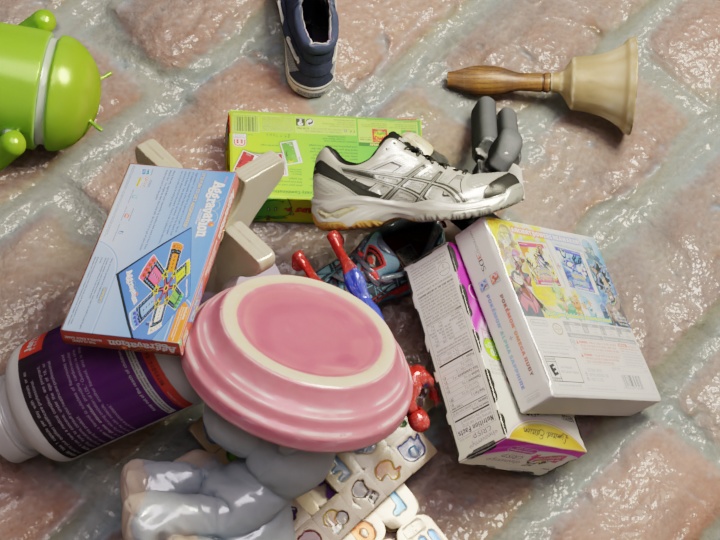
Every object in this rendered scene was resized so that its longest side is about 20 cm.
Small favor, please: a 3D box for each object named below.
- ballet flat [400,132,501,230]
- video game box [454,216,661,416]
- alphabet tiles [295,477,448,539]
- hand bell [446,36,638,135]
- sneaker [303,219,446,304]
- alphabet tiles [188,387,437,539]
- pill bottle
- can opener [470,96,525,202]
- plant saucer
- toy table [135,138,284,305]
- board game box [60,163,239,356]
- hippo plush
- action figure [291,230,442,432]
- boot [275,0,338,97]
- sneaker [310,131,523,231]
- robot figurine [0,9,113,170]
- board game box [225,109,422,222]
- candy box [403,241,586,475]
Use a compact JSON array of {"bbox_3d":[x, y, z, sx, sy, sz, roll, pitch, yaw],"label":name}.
[{"bbox_3d":[0.105,-0.072,1.499,0.057,0.066,0.200,-48,119,-2],"label":"ballet flat"},{"bbox_3d":[0.188,0.047,1.441,0.199,0.047,0.184,9,58,-50],"label":"video game box"},{"bbox_3d":[-0.019,0.271,1.364,0.199,0.015,0.196,-32,72,-24],"label":"alphabet tiles"},{"bbox_3d":[0.191,-0.202,1.627,0.198,0.104,0.105,4,61,5],"label":"hand bell"},{"bbox_3d":[0.000,0.000,1.464,0.199,0.096,0.079,-36,74,-24],"label":"sneaker"},{"bbox_3d":[-0.030,0.145,1.398,0.200,0.008,0.167,-39,82,-22],"label":"alphabet tiles"},{"bbox_3d":[-0.229,0.094,1.329,0.199,0.112,0.113,-24,65,12],"label":"pill bottle"},{"bbox_3d":[0.144,-0.127,1.530,0.052,0.067,0.200,28,23,-11],"label":"can opener"},{"bbox_3d":[-0.048,0.067,1.265,0.199,0.051,0.201,14,31,-9],"label":"plant saucer"},{"bbox_3d":[-0.149,-0.028,1.412,0.199,0.118,0.184,31,52,21],"label":"toy table"},{"bbox_3d":[-0.175,-0.013,1.296,0.102,0.020,0.201,5,47,10],"label":"board game box"},{"bbox_3d":[-0.096,0.180,1.262,0.199,0.161,0.159,37,24,13],"label":"hippo plush"},{"bbox_3d":[0.012,0.070,1.394,0.065,0.099,0.201,-29,65,-4],"label":"action figure"},{"bbox_3d":[-0.052,-0.290,1.611,0.072,0.091,0.202,-4,63,-12],"label":"boot"},{"bbox_3d":[0.050,-0.086,1.407,0.198,0.076,0.089,-4,90,5],"label":"sneaker"},{"bbox_3d":[-0.344,-0.181,1.483,0.198,0.116,0.177,9,56,-6],"label":"robot figurine"},{"bbox_3d":[-0.036,-0.102,1.539,0.198,0.048,0.102,2,63,-10],"label":"board game box"},{"bbox_3d":[0.126,0.084,1.426,0.136,0.061,0.202,15,52,-49],"label":"candy box"}]
